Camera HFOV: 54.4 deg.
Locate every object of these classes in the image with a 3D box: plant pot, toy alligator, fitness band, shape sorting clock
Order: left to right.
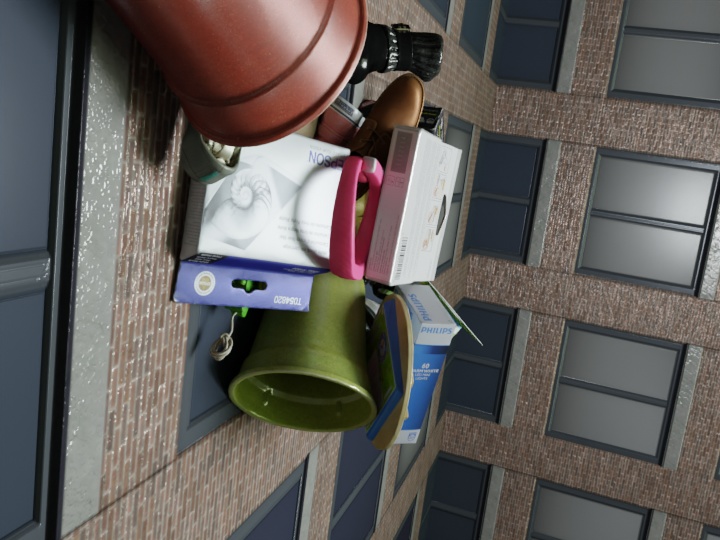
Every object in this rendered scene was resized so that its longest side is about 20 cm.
[{"bbox_3d":[-0.117,-0.237,0.551,0.195,0.195,0.206,42,60,-61],"label":"plant pot"},{"bbox_3d":[-0.136,0.007,0.833,0.055,0.058,0.203,78,27,-52],"label":"toy alligator"},{"bbox_3d":[-0.066,0.092,0.947,0.202,0.194,0.189,74,20,-57],"label":"plant pot"},{"bbox_3d":[-0.003,-0.062,0.870,0.200,0.036,0.148,18,81,-82],"label":"fitness band"},{"bbox_3d":[0.037,0.134,0.937,0.199,0.038,0.207,-176,-90,-74],"label":"shape sorting clock"}]

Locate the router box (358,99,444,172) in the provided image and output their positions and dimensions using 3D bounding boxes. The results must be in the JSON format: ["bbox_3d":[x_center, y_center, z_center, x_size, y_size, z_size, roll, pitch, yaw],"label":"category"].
[{"bbox_3d":[0.076,-0.204,1.267,0.203,0.146,0.063,81,25,-49],"label":"router box"}]

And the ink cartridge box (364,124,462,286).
[{"bbox_3d":[0.077,-0.085,0.982,0.175,0.044,0.206,-2,104,-65],"label":"ink cartridge box"}]

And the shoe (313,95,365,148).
[{"bbox_3d":[-0.038,-0.202,1.040,0.092,0.071,0.200,-55,-178,8],"label":"shoe"}]

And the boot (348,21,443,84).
[{"bbox_3d":[0.043,-0.304,0.991,0.213,0.154,0.081,-85,-165,-55],"label":"boot"}]

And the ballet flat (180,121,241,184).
[{"bbox_3d":[-0.124,-0.182,0.679,0.067,0.063,0.206,22,70,-43],"label":"ballet flat"}]

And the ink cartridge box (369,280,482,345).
[{"bbox_3d":[0.104,0.068,1.171,0.076,0.148,0.200,-41,-164,0],"label":"ink cartridge box"}]

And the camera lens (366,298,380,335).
[{"bbox_3d":[-0.008,0.127,1.168,0.200,0.155,0.165,27,74,-73],"label":"camera lens"}]

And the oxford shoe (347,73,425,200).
[{"bbox_3d":[0.024,-0.177,0.961,0.203,0.070,0.071,-57,175,14],"label":"oxford shoe"}]

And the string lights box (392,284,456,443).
[{"bbox_3d":[0.065,0.134,1.000,0.103,0.057,0.205,-121,-139,-55],"label":"string lights box"}]

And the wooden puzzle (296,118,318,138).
[{"bbox_3d":[-0.083,-0.281,0.874,0.185,0.045,0.206,29,77,-73],"label":"wooden puzzle"}]

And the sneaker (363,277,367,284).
[{"bbox_3d":[0.015,-0.067,1.267,0.088,0.079,0.206,25,78,-73],"label":"sneaker"}]

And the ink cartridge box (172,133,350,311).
[{"bbox_3d":[-0.104,-0.056,0.785,0.196,0.040,0.207,6,94,-45],"label":"ink cartridge box"}]

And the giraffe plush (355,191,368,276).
[{"bbox_3d":[-0.013,-0.072,1.105,0.196,0.170,0.168,-8,100,-37],"label":"giraffe plush"}]

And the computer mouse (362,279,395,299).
[{"bbox_3d":[0.000,0.000,1.001,0.058,0.196,0.035,-27,-137,53],"label":"computer mouse"}]
